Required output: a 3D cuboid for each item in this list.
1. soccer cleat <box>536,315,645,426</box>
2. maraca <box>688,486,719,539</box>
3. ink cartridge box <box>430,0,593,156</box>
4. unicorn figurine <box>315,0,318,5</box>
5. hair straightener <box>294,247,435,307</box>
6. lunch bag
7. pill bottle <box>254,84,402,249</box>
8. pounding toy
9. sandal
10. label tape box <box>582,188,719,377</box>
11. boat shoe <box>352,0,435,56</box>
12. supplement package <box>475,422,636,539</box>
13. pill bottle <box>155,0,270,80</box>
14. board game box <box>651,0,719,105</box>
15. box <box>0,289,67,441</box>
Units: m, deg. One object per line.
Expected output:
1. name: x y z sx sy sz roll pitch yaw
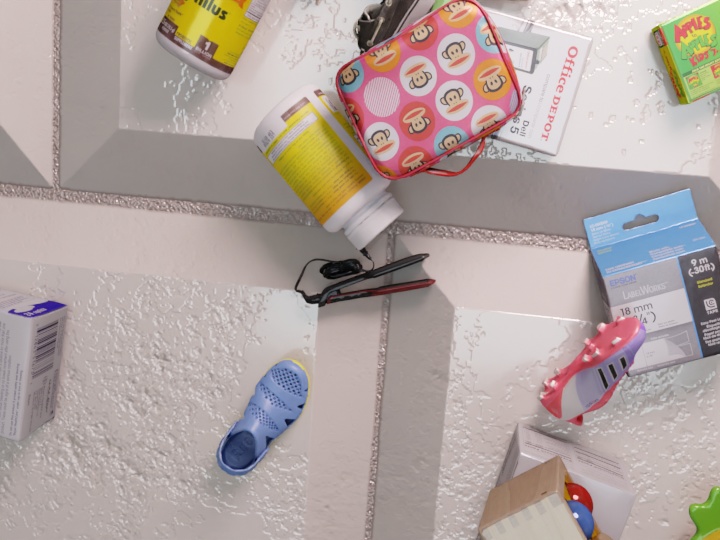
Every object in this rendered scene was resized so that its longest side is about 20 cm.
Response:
1. soccer cleat: 0.303 0.129 1.019 0.076 0.067 0.201 33 134 -2
2. maraca: 0.479 0.374 1.039 0.135 0.107 0.203 -2 99 2
3. ink cartridge box: 0.170 -0.239 1.002 0.197 0.084 0.148 17 102 7
4. unicorn figurine: 0.002 -0.433 0.992 0.198 0.073 0.140 -5 69 42
5. hair straightener: 0.000 0.000 1.099 0.197 0.041 0.078 -11 93 16
6. lunch bag: 0.086 -0.197 0.938 0.198 0.082 0.178 -25 98 15
7. pill bottle: -0.037 -0.128 1.035 0.109 0.109 0.201 -40 91 13
8. pounding toy: 0.252 0.329 0.931 0.141 0.184 0.202 -31 84 13
9. sandal: -0.138 0.214 1.127 0.079 0.087 0.202 32 101 5
10. label tape box: 0.377 0.016 1.021 0.142 0.063 0.203 -16 97 11
11. boat shoe: 0.027 -0.300 0.996 0.063 0.071 0.200 28 129 -15
12. supplement package: 0.250 0.336 1.069 0.154 0.111 0.203 18 102 6
13. pill bottle: -0.171 -0.355 1.028 0.108 0.109 0.202 32 103 3
14. board game box: 0.465 -0.288 0.965 0.198 0.048 0.103 -23 94 12
15. box: -0.545 0.123 1.169 0.197 0.105 0.187 13 101 6
